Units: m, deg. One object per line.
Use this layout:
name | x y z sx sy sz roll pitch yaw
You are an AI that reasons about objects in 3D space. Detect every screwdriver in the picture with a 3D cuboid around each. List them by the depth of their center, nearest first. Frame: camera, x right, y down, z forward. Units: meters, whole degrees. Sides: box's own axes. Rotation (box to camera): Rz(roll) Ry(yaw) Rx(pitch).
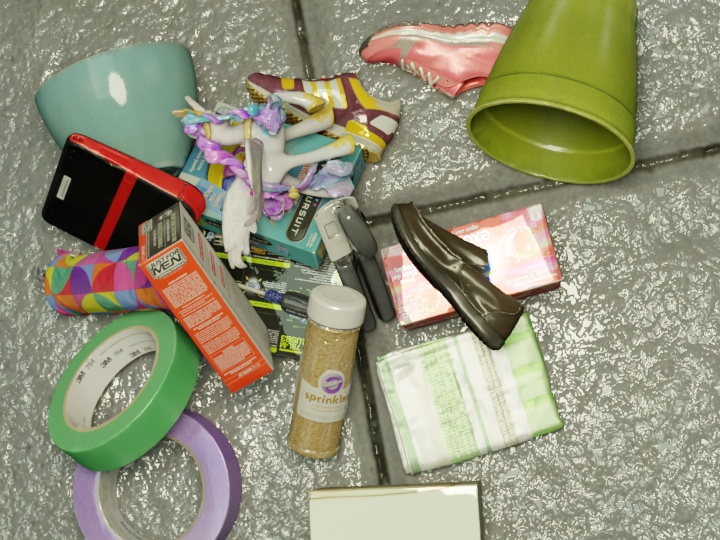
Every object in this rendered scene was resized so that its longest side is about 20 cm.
screwdriver | -0.131 0.024 1.462 0.197 0.029 0.028 18 87 4

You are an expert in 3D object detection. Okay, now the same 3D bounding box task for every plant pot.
plant pot | 0.243 -0.233 1.416 0.198 0.201 0.195 14 73 10
plant pot | -0.281 -0.173 1.474 0.198 0.200 0.136 -20 84 6

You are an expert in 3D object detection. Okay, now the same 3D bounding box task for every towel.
towel | 0.130 0.149 1.460 0.197 0.031 0.151 -17 83 4

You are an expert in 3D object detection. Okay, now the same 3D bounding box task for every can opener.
can opener | 0.000 0.000 1.411 0.053 0.201 0.067 -27 40 -7

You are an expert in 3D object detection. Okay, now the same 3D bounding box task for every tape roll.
tape roll | -0.285 0.141 1.449 0.199 0.048 0.202 -24 40 22
tape roll | -0.248 0.268 1.481 0.197 0.066 0.203 -1 82 8

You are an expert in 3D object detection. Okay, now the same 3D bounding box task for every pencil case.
pencil case | -0.301 0.010 1.482 0.198 0.088 0.090 -2 82 30

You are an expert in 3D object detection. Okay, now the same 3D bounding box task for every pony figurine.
pony figurine | -0.106 -0.120 1.382 0.197 0.167 0.195 -5 67 -21

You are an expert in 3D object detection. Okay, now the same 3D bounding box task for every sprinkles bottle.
sprinkles bottle | -0.041 0.120 1.426 0.067 0.068 0.203 14 112 10

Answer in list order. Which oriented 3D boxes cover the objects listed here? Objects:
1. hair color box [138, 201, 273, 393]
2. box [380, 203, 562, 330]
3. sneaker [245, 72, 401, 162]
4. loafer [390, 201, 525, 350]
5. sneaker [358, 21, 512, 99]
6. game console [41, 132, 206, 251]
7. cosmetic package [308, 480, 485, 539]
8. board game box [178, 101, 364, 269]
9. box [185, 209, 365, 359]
hair color box | -0.177 0.032 1.386 0.061 0.102 0.201 -28 118 6
box | 0.133 -0.001 1.437 0.197 0.103 0.096 -16 82 5
sneaker | -0.045 -0.213 1.510 0.198 0.075 0.091 27 79 5
loafer | 0.110 -0.005 1.359 0.071 0.073 0.201 -39 89 -3
sneaker | 0.094 -0.256 1.487 0.197 0.074 0.088 0 84 9
game console | -0.286 -0.076 1.452 0.175 0.200 0.031 28 56 -10
cosmetic package | 0.044 0.288 1.415 0.197 0.104 0.074 -5 82 7
board game box | -0.114 -0.107 1.474 0.198 0.047 0.152 19 68 13
box | -0.106 0.008 1.501 0.197 0.048 0.196 8 87 9
